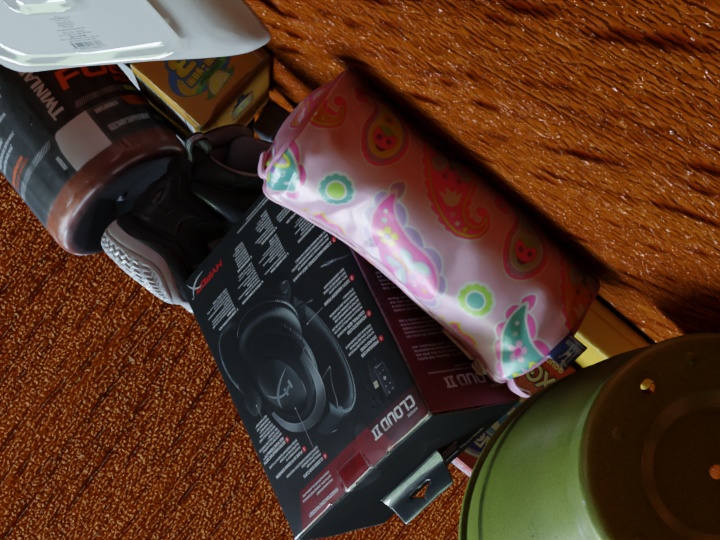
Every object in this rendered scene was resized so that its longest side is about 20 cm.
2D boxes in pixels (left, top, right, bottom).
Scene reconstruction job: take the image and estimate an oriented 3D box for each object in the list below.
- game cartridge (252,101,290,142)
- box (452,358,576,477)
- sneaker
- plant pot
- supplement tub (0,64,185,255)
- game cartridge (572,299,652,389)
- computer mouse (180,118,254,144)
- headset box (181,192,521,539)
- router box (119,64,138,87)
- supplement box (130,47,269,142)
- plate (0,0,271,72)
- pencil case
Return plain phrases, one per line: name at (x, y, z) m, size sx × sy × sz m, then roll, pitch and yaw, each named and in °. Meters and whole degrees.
game cartridge at (0.009, -0.045, 1.645) m, size 0.130 × 0.038 × 0.200 m, roll 41°, pitch 178°, yaw 30°
box at (0.073, 0.073, 1.485) m, size 0.200 × 0.096 × 0.100 m, roll 41°, pitch 176°, yaw -22°
sneaker at (-0.068, -0.023, 1.473) m, size 0.075 × 0.114 × 0.200 m, roll 40°, pitch -170°, yaw 37°
plant pot at (0.157, 0.116, 1.131) m, size 0.200 × 0.201 × 0.193 m, roll 38°, pitch 164°, yaw 8°
supplement tub at (-0.209, -0.113, 1.515) m, size 0.200 × 0.107 × 0.107 m, roll 49°, pitch 180°, yaw 18°
game cartridge at (0.093, 0.003, 1.442) m, size 0.176 × 0.032 × 0.200 m, roll 40°, pitch 174°, yaw -10°
computer mouse at (-0.115, -0.086, 1.719) m, size 0.138 × 0.053 × 0.200 m, roll -6°, pitch 168°, yaw 0°
headset box at (-0.006, 0.049, 1.343) m, size 0.077 × 0.149 × 0.200 m, roll -7°, pitch -119°, yaw -42°
router box at (-0.199, -0.200, 1.657) m, size 0.179 × 0.049 × 0.200 m, roll 38°, pitch 176°, yaw 14°
supplement box at (-0.103, -0.124, 1.525) m, size 0.069 × 0.067 × 0.200 m, roll 42°, pitch 175°, yaw -1°
plate at (-0.178, -0.167, 1.253) m, size 0.199 × 0.032 × 0.200 m, roll -1°, pitch 148°, yaw 35°
pencil case at (0.038, -0.021, 1.260) m, size 0.200 × 0.088 × 0.087 m, roll 40°, pitch 176°, yaw -7°
